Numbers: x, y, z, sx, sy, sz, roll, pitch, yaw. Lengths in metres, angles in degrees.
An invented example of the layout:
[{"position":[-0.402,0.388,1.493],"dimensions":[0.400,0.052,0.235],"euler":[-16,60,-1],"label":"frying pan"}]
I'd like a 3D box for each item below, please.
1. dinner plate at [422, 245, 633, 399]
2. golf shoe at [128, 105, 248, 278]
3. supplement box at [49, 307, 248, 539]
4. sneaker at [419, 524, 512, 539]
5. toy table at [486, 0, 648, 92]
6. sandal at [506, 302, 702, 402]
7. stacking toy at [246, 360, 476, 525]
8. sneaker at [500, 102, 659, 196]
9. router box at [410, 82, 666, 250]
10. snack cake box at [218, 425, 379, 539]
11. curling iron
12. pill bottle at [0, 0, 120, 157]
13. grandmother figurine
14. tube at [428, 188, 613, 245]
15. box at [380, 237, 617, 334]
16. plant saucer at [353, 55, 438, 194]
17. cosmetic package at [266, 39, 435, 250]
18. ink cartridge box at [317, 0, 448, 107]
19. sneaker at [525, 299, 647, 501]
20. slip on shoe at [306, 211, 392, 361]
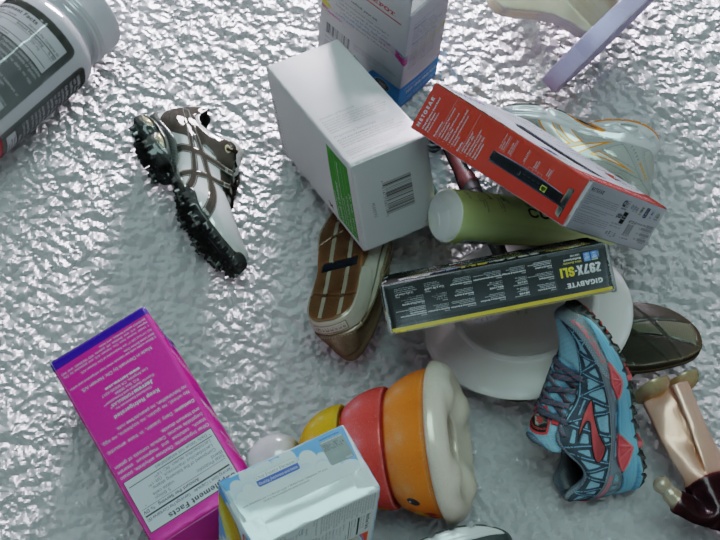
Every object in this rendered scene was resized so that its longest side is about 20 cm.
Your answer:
[{"position":[0.156,0.037,1.671],"dimensions":[0.200,0.024,0.200],"euler":[-7,47,8],"label":"dinner plate"},{"position":[-0.145,-0.086,1.721],"dimensions":[0.094,0.078,0.200],"euler":[-24,66,-18],"label":"golf shoe"},{"position":[-0.173,0.149,1.557],"dimensions":[0.103,0.101,0.200],"euler":[-31,67,-3],"label":"supplement box"},{"position":[0.047,0.287,1.531],"dimensions":[0.200,0.074,0.085],"euler":[-23,70,-7],"label":"sneaker"},{"position":[0.228,-0.288,1.820],"dimensions":[0.117,0.184,0.200],"euler":[47,53,3],"label":"toy table"},{"position":[0.221,0.087,1.666],"dimensions":[0.200,0.055,0.082],"euler":[-19,49,2],"label":"sandal"},{"position":[-0.003,0.163,1.582],"dimensions":[0.200,0.146,0.146],"euler":[-8,59,13],"label":"stacking toy"},{"position":[0.199,-0.107,1.764],"dimensions":[0.200,0.076,0.092],"euler":[6,64,0],"label":"sneaker"},{"position":[0.166,-0.093,1.620],"dimensions":[0.179,0.200,0.049],"euler":[36,102,26],"label":"router box"},{"position":[-0.054,0.218,1.480],"dimensions":[0.115,0.200,0.067],"euler":[-24,64,-17],"label":"snack cake box"},{"position":[0.098,-0.081,1.752],"dimensions":[0.050,0.026,0.200],"euler":[-10,53,-25],"label":"curling iron"},{"position":[-0.340,-0.201,1.751],"dimensions":[0.114,0.114,0.200],"euler":[36,63,16],"label":"pill bottle"},{"position":[0.314,0.190,1.600],"dimensions":[0.121,0.061,0.200],"euler":[-13,66,-29],"label":"grandmother figurine"},{"position":[0.155,-0.048,1.691],"dimensions":[0.200,0.052,0.058],"euler":[4,67,-37],"label":"tube"},{"position":[0.120,0.012,1.587],"dimensions":[0.200,0.160,0.049],"euler":[-11,94,2],"label":"box"},{"position":[0.036,-0.121,1.761],"dimensions":[0.019,0.070,0.200],"euler":[-27,65,-4],"label":"plant saucer"},{"position":[-0.009,-0.123,1.699],"dimensions":[0.085,0.108,0.200],"euler":[-23,40,-15],"label":"cosmetic package"},{"position":[0.024,-0.268,1.767],"dimensions":[0.115,0.200,0.068],"euler":[39,64,17],"label":"ink cartridge box"},{"position":[0.192,0.124,1.569],"dimensions":[0.095,0.200,0.079],"euler":[-20,23,-9],"label":"sneaker"},{"position":[0.000,0.000,1.696],"dimensions":[0.076,0.061,0.200],"euler":[-14,39,22],"label":"slip on shoe"}]
